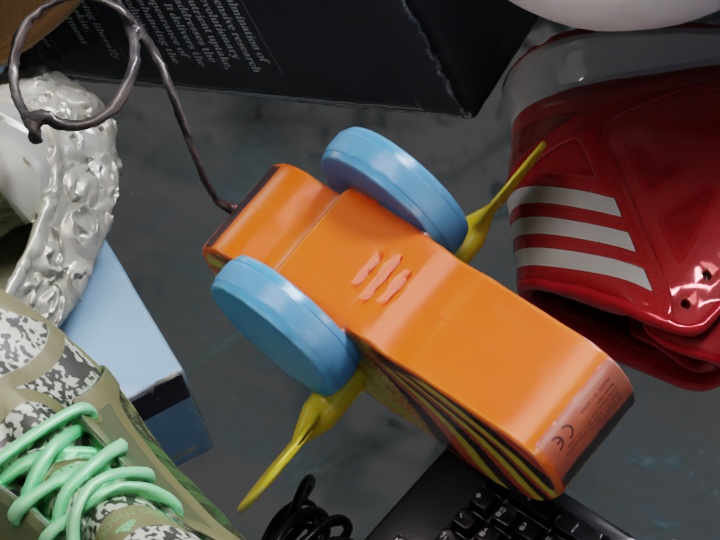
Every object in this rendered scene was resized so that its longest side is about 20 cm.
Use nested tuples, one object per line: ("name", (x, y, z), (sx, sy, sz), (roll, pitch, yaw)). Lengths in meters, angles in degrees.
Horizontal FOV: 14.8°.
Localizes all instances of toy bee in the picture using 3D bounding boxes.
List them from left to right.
("toy bee", (0.000, 0.000, 0.805), (0.130, 0.109, 0.201), (-30, 65, -3))

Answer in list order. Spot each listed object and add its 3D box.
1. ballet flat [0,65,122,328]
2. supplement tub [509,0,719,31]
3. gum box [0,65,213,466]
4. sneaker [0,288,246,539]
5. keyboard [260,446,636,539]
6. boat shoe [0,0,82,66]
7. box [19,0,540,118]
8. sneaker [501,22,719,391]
("ballet flat", (-0.119, 0.003, 0.802), (0.071, 0.072, 0.201), (2, 51, 17))
("supplement tub", (0.111, -0.154, 0.793), (0.144, 0.146, 0.200), (21, 25, 29))
("gum box", (-0.163, 0.017, 0.875), (0.169, 0.045, 0.200), (-28, 50, -8))
("sneaker", (-0.061, 0.067, 0.704), (0.077, 0.089, 0.200), (-40, 83, -24))
("keyboard", (-0.019, 0.119, 0.753), (0.104, 0.040, 0.200), (27, 62, 31))
("boat shoe", (-0.171, -0.083, 0.880), (0.199, 0.072, 0.072), (-22, 15, 16))
("box", (-0.017, -0.165, 0.909), (0.196, 0.124, 0.200), (9, 53, 36))
("sneaker", (0.138, -0.020, 0.814), (0.199, 0.078, 0.116), (-11, 57, 23))
